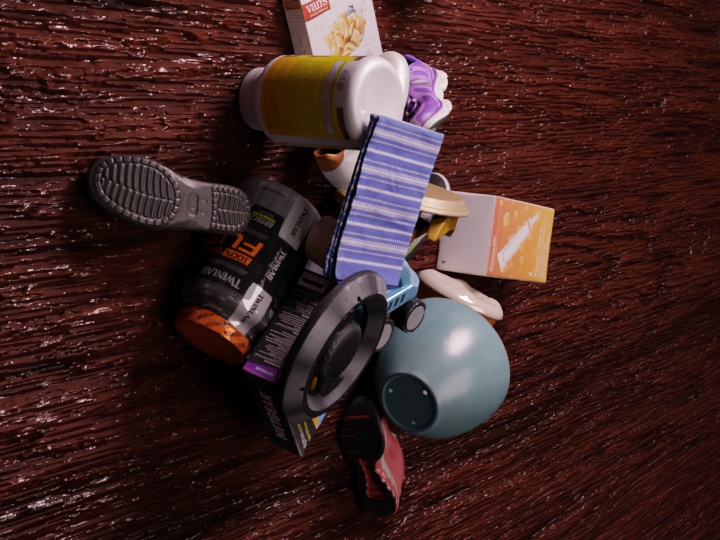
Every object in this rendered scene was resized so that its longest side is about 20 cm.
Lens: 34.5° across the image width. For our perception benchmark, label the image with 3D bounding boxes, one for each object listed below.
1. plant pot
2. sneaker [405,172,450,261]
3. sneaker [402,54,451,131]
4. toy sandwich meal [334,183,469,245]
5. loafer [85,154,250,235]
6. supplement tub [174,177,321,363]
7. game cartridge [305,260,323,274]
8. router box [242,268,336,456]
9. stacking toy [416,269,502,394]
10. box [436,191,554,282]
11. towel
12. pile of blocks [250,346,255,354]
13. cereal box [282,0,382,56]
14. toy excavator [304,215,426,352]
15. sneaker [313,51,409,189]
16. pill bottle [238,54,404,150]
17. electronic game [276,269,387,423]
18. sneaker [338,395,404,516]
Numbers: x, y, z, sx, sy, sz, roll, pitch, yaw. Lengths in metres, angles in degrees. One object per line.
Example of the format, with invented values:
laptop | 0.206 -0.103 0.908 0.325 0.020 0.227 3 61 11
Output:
plant pot | 0.097 0.159 1.652 0.134 0.197 0.204 -36 124 -53
sneaker | 0.066 -0.083 1.688 0.201 0.071 0.083 -56 135 -30
sneaker | 0.070 -0.232 1.585 0.083 0.081 0.201 33 26 -19
toy sandwich meal | 0.055 -0.083 1.585 0.204 0.203 0.071 -1 110 -52
loafer | -0.223 -0.076 1.308 0.198 0.071 0.074 16 79 -33
supplement tub | -0.136 0.001 1.394 0.123 0.121 0.202 51 57 -44
game cartridge | -0.014 0.035 1.599 0.199 0.041 0.135 31 87 -46
router box | -0.071 0.116 1.420 0.150 0.050 0.201 -59 158 -26
stacking toy | 0.117 0.113 1.778 0.145 0.145 0.203 15 103 -52
box | 0.221 -0.052 1.877 0.199 0.096 0.127 5 92 -53
towel | 0.031 -0.076 1.376 0.144 0.024 0.203 7 103 -52
pile of blocks | -0.110 0.124 1.504 0.082 0.061 0.203 -44 137 -43
cereal box | -0.028 -0.294 1.551 0.144 0.039 0.203 -39 126 -41
toy excavator | 0.000 0.000 1.463 0.193 0.099 0.203 -28 137 -40
sneaker | 0.001 -0.211 1.512 0.085 0.072 0.203 43 66 -50
pill bottle | -0.052 -0.204 1.404 0.108 0.198 0.111 -13 107 -50
electronic game | -0.031 0.090 1.358 0.200 0.041 0.202 -46 155 -29
sneaker | 0.022 0.260 1.711 0.087 0.072 0.203 -55 140 -53
